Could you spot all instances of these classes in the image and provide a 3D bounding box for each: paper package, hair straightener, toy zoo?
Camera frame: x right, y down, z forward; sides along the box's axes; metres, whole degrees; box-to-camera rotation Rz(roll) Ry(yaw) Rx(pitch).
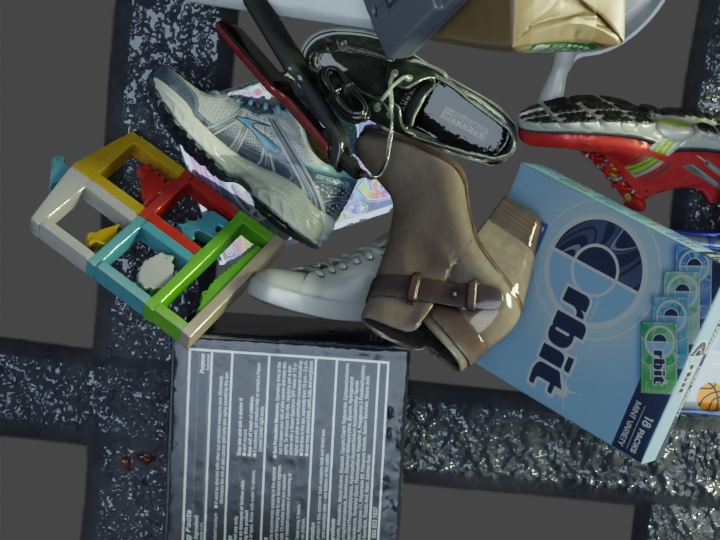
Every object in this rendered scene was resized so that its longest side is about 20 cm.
[{"bbox_3d":[0.112,-0.267,1.165,0.102,0.200,0.193,-6,102,-24],"label":"paper package"},{"bbox_3d":[-0.037,-0.154,1.218,0.077,0.041,0.201,-46,67,23],"label":"hair straightener"},{"bbox_3d":[-0.179,-0.037,1.253,0.199,0.021,0.131,36,54,12],"label":"toy zoo"}]

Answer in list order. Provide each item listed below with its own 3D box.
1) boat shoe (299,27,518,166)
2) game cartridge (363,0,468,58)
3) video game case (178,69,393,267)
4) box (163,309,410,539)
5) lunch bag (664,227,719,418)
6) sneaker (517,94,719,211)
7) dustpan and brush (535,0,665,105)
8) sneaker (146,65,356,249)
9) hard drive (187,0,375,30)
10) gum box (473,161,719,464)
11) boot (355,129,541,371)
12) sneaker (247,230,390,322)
[{"bbox_3d":[0.041,-0.145,1.246,0.198,0.064,0.071,23,99,-1],"label":"boat shoe"},{"bbox_3d":[0.029,-0.276,1.175,0.041,0.133,0.203,-9,79,-20],"label":"game cartridge"},{"bbox_3d":[-0.050,-0.101,1.298,0.198,0.018,0.145,-18,97,5],"label":"video game case"},{"bbox_3d":[-0.059,0.144,1.282,0.196,0.123,0.203,4,98,1],"label":"box"},{"bbox_3d":[0.273,0.039,1.279,0.197,0.076,0.162,6,97,2],"label":"lunch bag"},{"bbox_3d":[0.222,-0.092,1.251,0.197,0.077,0.086,8,111,-11],"label":"sneaker"},{"bbox_3d":[0.179,-0.209,1.261,0.138,0.057,0.202,20,93,11],"label":"dustpan and brush"},{"bbox_3d":[-0.089,-0.110,1.263,0.200,0.078,0.087,40,80,-6],"label":"sneaker"},{"bbox_3d":[-0.039,-0.277,1.267,0.197,0.026,0.134,8,99,0],"label":"hard drive"},{"bbox_3d":[0.185,0.031,1.221,0.199,0.044,0.172,30,106,29],"label":"gum box"},{"bbox_3d":[0.045,-0.015,1.213,0.199,0.070,0.147,28,71,23],"label":"boot"},{"bbox_3d":[0.000,0.000,1.268,0.198,0.073,0.086,5,97,-27],"label":"sneaker"}]
